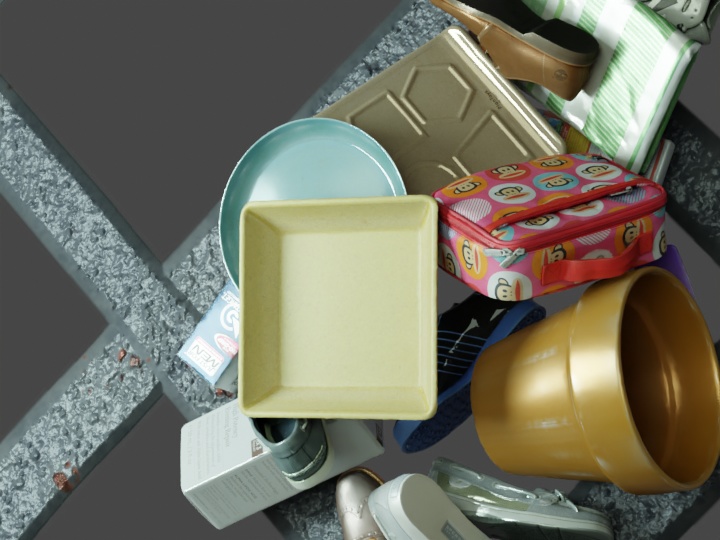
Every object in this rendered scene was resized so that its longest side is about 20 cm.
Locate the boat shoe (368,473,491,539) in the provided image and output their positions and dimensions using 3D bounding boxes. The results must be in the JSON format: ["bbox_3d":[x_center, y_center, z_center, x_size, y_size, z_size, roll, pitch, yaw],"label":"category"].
[{"bbox_3d":[0.080,0.277,1.691,0.068,0.200,0.072,-20,30,50],"label":"boat shoe"}]

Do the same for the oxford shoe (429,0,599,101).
[{"bbox_3d":[0.136,-0.227,1.735,0.199,0.071,0.072,36,131,28],"label":"oxford shoe"}]

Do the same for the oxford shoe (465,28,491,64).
[{"bbox_3d":[0.111,-0.223,1.816,0.072,0.071,0.202,23,88,30],"label":"oxford shoe"}]

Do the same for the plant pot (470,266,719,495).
[{"bbox_3d":[0.209,0.113,1.648,0.182,0.199,0.202,-14,73,36],"label":"plant pot"}]

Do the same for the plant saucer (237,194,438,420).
[{"bbox_3d":[-0.014,0.036,1.649,0.198,0.048,0.202,-1,86,23],"label":"plant saucer"}]

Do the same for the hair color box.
[{"bbox_3d":[-0.092,0.029,1.827,0.060,0.100,0.201,37,93,26],"label":"hair color box"}]

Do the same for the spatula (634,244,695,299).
[{"bbox_3d":[0.274,-0.053,1.736,0.056,0.021,0.202,-20,68,23],"label":"spatula"}]

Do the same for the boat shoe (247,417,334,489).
[{"bbox_3d":[-0.078,0.126,1.719,0.073,0.062,0.201,-35,36,7],"label":"boat shoe"}]

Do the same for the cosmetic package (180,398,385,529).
[{"bbox_3d":[-0.079,0.168,1.787,0.199,0.074,0.102,-28,37,15],"label":"cosmetic package"}]

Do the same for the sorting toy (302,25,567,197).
[{"bbox_3d":[0.072,-0.120,1.739,0.199,0.037,0.185,-36,72,-14],"label":"sorting toy"}]

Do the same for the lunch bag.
[{"bbox_3d":[0.177,-0.036,1.626,0.176,0.198,0.083,36,137,53],"label":"lunch bag"}]

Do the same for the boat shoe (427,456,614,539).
[{"bbox_3d":[0.149,0.224,1.704,0.200,0.075,0.065,6,61,31],"label":"boat shoe"}]

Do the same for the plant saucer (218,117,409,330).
[{"bbox_3d":[-0.041,-0.044,1.705,0.198,0.027,0.203,-2,86,22],"label":"plant saucer"}]

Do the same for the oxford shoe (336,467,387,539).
[{"bbox_3d":[0.021,0.281,1.733,0.071,0.073,0.201,-30,69,14],"label":"oxford shoe"}]

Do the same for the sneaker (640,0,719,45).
[{"bbox_3d":[0.295,-0.244,1.740,0.199,0.074,0.089,-36,66,12],"label":"sneaker"}]

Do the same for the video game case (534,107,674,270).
[{"bbox_3d":[0.197,-0.081,1.763,0.199,0.017,0.144,17,86,32],"label":"video game case"}]

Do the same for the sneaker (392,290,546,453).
[{"bbox_3d":[0.093,0.087,1.761,0.200,0.070,0.078,-47,58,3],"label":"sneaker"}]

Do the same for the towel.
[{"bbox_3d":[0.226,-0.205,1.719,0.200,0.023,0.154,42,128,31],"label":"towel"}]
